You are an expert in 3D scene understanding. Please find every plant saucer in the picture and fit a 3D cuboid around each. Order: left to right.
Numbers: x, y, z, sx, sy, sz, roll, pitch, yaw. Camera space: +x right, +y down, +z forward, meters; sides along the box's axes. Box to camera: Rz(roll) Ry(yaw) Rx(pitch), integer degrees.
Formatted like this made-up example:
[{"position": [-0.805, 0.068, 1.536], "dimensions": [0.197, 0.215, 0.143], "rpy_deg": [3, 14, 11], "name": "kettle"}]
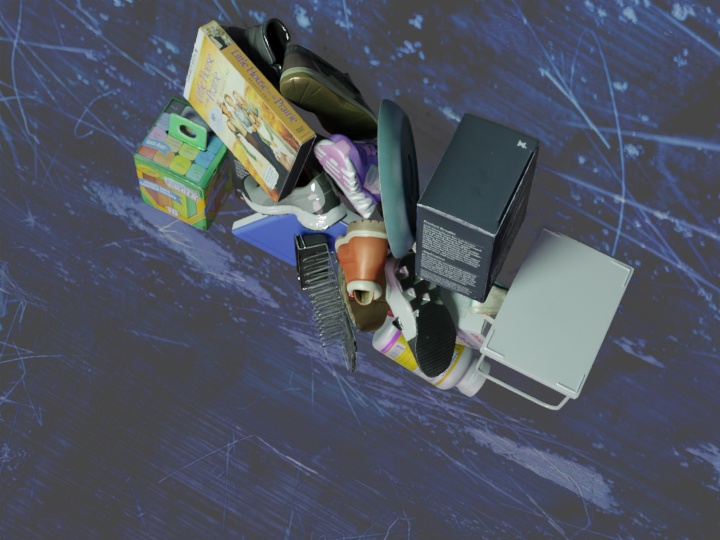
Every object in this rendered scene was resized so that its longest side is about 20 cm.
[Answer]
[{"position": [0.051, -0.116, 1.373], "dimensions": [0.027, 0.201, 0.200], "rpy_deg": [-3, 150, 10], "name": "plant saucer"}]

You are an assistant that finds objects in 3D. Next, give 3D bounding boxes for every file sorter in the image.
[{"position": [0.259, 0.072, 1.494], "dimensions": [0.138, 0.200, 0.125], "rpy_deg": [26, 160, 7], "name": "file sorter"}]

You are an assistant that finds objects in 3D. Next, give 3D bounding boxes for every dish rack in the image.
[{"position": [-0.048, 0.053, 1.625], "dimensions": [0.054, 0.201, 0.154], "rpy_deg": [-15, 157, -7], "name": "dish rack"}]

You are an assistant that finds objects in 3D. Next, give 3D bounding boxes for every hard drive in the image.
[{"position": [-0.085, -0.060, 1.649], "dimensions": [0.132, 0.025, 0.200], "rpy_deg": [28, 152, -33], "name": "hard drive"}]

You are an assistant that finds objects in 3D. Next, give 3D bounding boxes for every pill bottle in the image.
[{"position": [0.128, 0.140, 1.925], "dimensions": [0.200, 0.104, 0.104], "rpy_deg": [32, 158, -8], "name": "pill bottle"}]

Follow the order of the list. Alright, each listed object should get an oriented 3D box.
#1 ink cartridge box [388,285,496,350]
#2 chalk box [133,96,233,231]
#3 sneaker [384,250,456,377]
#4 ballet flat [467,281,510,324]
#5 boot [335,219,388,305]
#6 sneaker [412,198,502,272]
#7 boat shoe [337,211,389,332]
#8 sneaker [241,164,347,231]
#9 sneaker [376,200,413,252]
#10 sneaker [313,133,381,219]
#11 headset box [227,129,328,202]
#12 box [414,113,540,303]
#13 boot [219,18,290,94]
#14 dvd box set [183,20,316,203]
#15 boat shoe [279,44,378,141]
[{"position": [0.140, 0.059, 1.725], "dimensions": [0.199, 0.083, 0.146], "rpy_deg": [16, 168, 31], "name": "ink cartridge box"}, {"position": [-0.267, -0.172, 1.700], "dimensions": [0.124, 0.124, 0.200], "rpy_deg": [26, 158, 6], "name": "chalk box"}, {"position": [0.083, 0.060, 1.631], "dimensions": [0.088, 0.074, 0.201], "rpy_deg": [16, 124, 62], "name": "sneaker"}, {"position": [0.234, 0.064, 1.613], "dimensions": [0.199, 0.063, 0.067], "rpy_deg": [19, 172, -30], "name": "ballet flat"}, {"position": [0.000, 0.000, 1.565], "dimensions": [0.075, 0.108, 0.200], "rpy_deg": [4, 170, -3], "name": "boot"}, {"position": [0.125, -0.024, 1.539], "dimensions": [0.200, 0.077, 0.089], "rpy_deg": [25, -155, -29], "name": "sneaker"}, {"position": [0.002, 0.009, 1.698], "dimensions": [0.073, 0.201, 0.063], "rpy_deg": [0, 154, -12], "name": "boat shoe"}, {"position": [-0.095, -0.115, 1.494], "dimensions": [0.200, 0.074, 0.080], "rpy_deg": [17, 133, 46], "name": "sneaker"}, {"position": [0.059, -0.060, 1.621], "dimensions": [0.090, 0.067, 0.200], "rpy_deg": [0, 148, 41], "name": "sneaker"}, {"position": [0.003, -0.140, 1.425], "dimensions": [0.081, 0.088, 0.200], "rpy_deg": [49, 179, 18], "name": "sneaker"}, {"position": [-0.113, -0.152, 1.623], "dimensions": [0.148, 0.077, 0.200], "rpy_deg": [26, 159, 8], "name": "headset box"}, {"position": [0.145, -0.075, 1.384], "dimensions": [0.104, 0.148, 0.200], "rpy_deg": [23, 156, 13], "name": "box"}, {"position": [-0.122, -0.231, 1.431], "dimensions": [0.131, 0.070, 0.200], "rpy_deg": [9, 138, 40], "name": "boot"}, {"position": [-0.145, -0.199, 1.389], "dimensions": [0.200, 0.029, 0.146], "rpy_deg": [49, 150, 10], "name": "dvd box set"}, {"position": [-0.033, -0.224, 1.388], "dimensions": [0.072, 0.066, 0.201], "rpy_deg": [-10, 160, 29], "name": "boat shoe"}]
